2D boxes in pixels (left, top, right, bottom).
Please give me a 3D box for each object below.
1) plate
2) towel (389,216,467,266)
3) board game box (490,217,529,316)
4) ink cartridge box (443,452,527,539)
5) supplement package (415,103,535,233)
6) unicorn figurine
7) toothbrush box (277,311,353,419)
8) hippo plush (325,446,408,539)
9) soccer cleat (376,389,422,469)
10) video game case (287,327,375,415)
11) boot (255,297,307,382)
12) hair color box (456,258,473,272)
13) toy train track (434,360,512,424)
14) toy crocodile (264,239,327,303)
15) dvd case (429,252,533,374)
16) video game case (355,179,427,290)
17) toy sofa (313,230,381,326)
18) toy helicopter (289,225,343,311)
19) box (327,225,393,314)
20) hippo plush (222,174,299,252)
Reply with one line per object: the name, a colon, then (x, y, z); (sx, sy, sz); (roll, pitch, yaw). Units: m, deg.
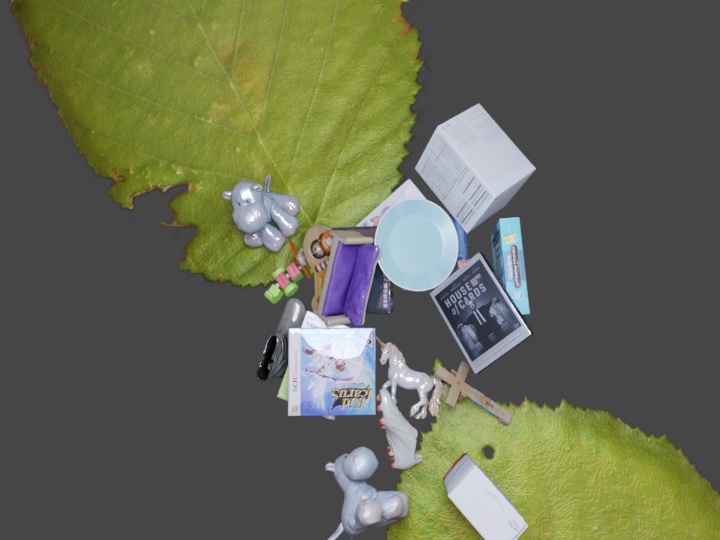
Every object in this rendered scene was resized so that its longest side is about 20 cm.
plate: (0.123, -0.057, 1.207); (0.192, 0.026, 0.209); (1, 85, -10)
towel: (0.152, -0.066, 1.251); (0.192, 0.048, 0.116); (-3, 85, -10)
board game box: (0.331, 0.003, 1.209); (0.045, 0.151, 0.208); (-4, 80, 6)
ink cartridge box: (0.248, 0.470, 1.115); (0.086, 0.200, 0.148); (-44, 77, -2)
supplement package: (0.256, -0.231, 1.235); (0.150, 0.152, 0.202); (-31, 76, -28)
unicorn figurine: (0.099, 0.253, 1.246); (0.194, 0.074, 0.142); (20, 82, -6)
toothbrush box: (-0.090, 0.216, 1.255); (0.141, 0.086, 0.207); (19, 85, 1)
hippo plush: (0.011, 0.481, 1.198); (0.200, 0.155, 0.165); (-47, 51, 39)
soccer cleat: (0.085, 0.347, 1.202); (0.075, 0.070, 0.207); (-15, 109, 0)
video game case: (-0.063, 0.221, 1.190); (0.192, 0.045, 0.189); (0, 85, -3)
boot: (-0.180, 0.159, 1.262); (0.065, 0.131, 0.207); (14, 82, 9)
hair color box: (0.263, 0.085, 1.225); (0.061, 0.111, 0.208); (-8, 79, 6)
toy train track: (0.251, 0.286, 1.230); (0.196, 0.033, 0.116); (33, 54, 5)
toy crocodile: (-0.155, 0.000, 1.322); (0.198, 0.062, 0.068); (-40, 78, -1)
dvd case: (0.250, 0.089, 1.146); (0.150, 0.024, 0.204); (-40, 65, 25)
video game case: (0.113, -0.088, 1.319); (0.181, 0.024, 0.202); (-39, 77, 0)
toy sofa: (-0.031, 0.021, 1.191); (0.097, 0.081, 0.207); (31, 114, 42)
toy helicopter: (-0.100, -0.002, 1.262); (0.127, 0.079, 0.208); (3, 97, 13)
box: (0.000, 0.000, 1.294); (0.154, 0.043, 0.209); (0, 86, 13)
hippo plush: (-0.234, -0.157, 1.301); (0.153, 0.161, 0.208); (-10, 79, 6)
